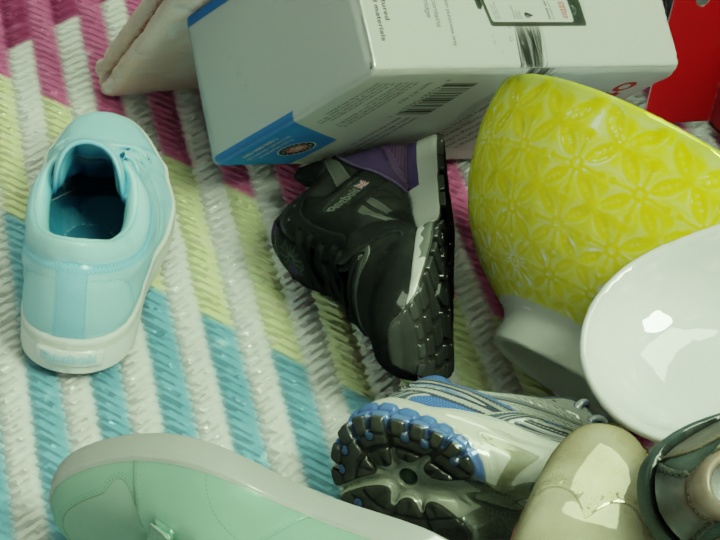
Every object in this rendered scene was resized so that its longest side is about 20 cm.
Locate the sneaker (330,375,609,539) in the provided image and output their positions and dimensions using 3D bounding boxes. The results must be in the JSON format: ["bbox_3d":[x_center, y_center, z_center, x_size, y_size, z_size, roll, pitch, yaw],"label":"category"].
[{"bbox_3d":[0.093,0.090,1.091,0.200,0.077,0.085,21,30,16],"label":"sneaker"}]

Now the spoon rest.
[{"bbox_3d":[0.183,0.005,1.049,0.200,0.061,0.099,-29,53,-13],"label":"spoon rest"}]

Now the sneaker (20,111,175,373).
[{"bbox_3d":[-0.123,-0.037,1.218,0.074,0.082,0.200,6,33,-8],"label":"sneaker"}]

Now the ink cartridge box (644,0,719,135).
[{"bbox_3d":[0.265,-0.144,1.372,0.175,0.200,0.084,-5,36,-21],"label":"ink cartridge box"}]

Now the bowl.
[{"bbox_3d":[0.122,0.007,1.170,0.200,0.200,0.108,28,80,26],"label":"bowl"}]

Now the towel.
[{"bbox_3d":[-0.022,-0.147,1.339,0.200,0.191,0.032,-7,73,-25],"label":"towel"}]

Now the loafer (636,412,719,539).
[{"bbox_3d":[0.205,0.057,0.981,0.200,0.063,0.072,-25,85,-13],"label":"loafer"}]

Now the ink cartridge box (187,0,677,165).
[{"bbox_3d":[0.037,-0.114,1.280,0.200,0.146,0.084,-4,76,-38],"label":"ink cartridge box"}]

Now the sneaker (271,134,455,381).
[{"bbox_3d":[0.000,0.000,1.216,0.087,0.076,0.200,-5,23,5],"label":"sneaker"}]

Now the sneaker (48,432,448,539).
[{"bbox_3d":[-0.062,0.136,0.983,0.200,0.074,0.118,13,52,30],"label":"sneaker"}]

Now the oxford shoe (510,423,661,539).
[{"bbox_3d":[0.083,0.134,0.962,0.071,0.074,0.200,5,53,10],"label":"oxford shoe"}]

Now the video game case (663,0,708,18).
[{"bbox_3d":[0.184,-0.223,1.475,0.023,0.200,0.182,-6,34,0],"label":"video game case"}]
